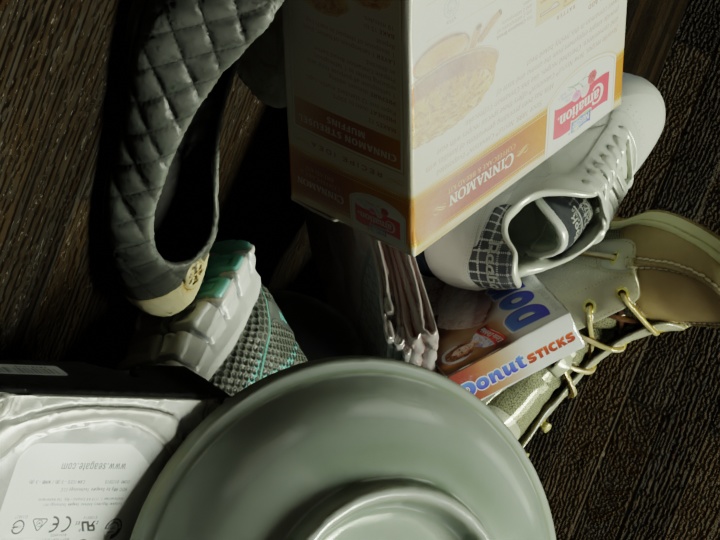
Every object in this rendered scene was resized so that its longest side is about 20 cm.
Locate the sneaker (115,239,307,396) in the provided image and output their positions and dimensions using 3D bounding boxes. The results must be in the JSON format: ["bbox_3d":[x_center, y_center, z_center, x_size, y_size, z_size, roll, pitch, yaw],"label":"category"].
[{"bbox_3d":[-0.080,0.079,0.952,0.091,0.078,0.200,53,49,-26],"label":"sneaker"}]

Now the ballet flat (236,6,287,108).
[{"bbox_3d":[-0.028,-0.170,0.878,0.072,0.072,0.200,-20,130,-75],"label":"ballet flat"}]

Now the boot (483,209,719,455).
[{"bbox_3d":[0.120,0.040,1.139,0.155,0.072,0.200,-49,-152,-17],"label":"boot"}]

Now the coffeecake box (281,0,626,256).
[{"bbox_3d":[0.042,-0.132,0.864,0.153,0.073,0.200,-36,139,-37],"label":"coffeecake box"}]

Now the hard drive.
[{"bbox_3d":[-0.136,0.133,0.826,0.140,0.038,0.200,7,108,-50],"label":"hard drive"}]

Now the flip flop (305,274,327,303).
[{"bbox_3d":[-0.015,0.054,1.280,0.058,0.081,0.200,63,30,-23],"label":"flip flop"}]

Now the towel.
[{"bbox_3d":[0.000,0.000,1.129,0.200,0.032,0.191,93,-17,-61],"label":"towel"}]

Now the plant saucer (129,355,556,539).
[{"bbox_3d":[0.003,0.136,0.845,0.050,0.200,0.200,9,-107,63],"label":"plant saucer"}]

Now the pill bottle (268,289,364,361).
[{"bbox_3d":[-0.056,0.111,1.122,0.112,0.112,0.200,-56,164,-48],"label":"pill bottle"}]

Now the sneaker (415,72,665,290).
[{"bbox_3d":[0.111,-0.044,1.120,0.200,0.080,0.077,-37,124,-34],"label":"sneaker"}]

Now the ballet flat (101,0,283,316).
[{"bbox_3d":[-0.072,-0.048,0.878,0.200,0.057,0.066,101,16,-46],"label":"ballet flat"}]

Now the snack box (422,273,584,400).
[{"bbox_3d":[0.059,0.019,1.129,0.024,0.072,0.200,64,-3,-19],"label":"snack box"}]
